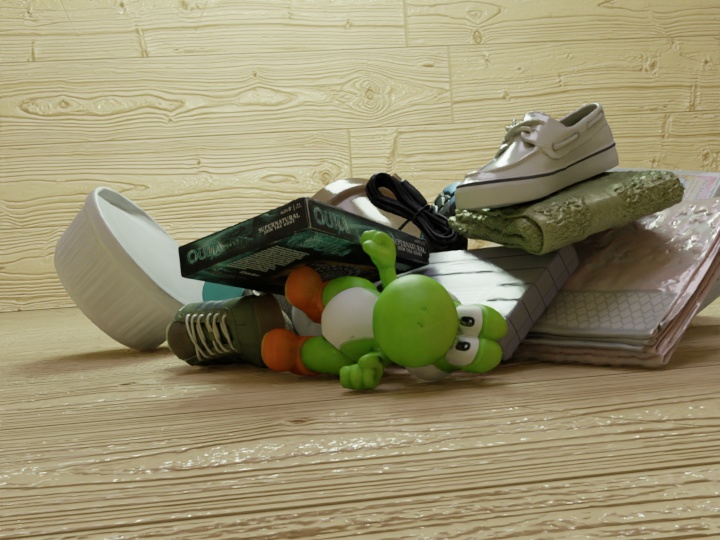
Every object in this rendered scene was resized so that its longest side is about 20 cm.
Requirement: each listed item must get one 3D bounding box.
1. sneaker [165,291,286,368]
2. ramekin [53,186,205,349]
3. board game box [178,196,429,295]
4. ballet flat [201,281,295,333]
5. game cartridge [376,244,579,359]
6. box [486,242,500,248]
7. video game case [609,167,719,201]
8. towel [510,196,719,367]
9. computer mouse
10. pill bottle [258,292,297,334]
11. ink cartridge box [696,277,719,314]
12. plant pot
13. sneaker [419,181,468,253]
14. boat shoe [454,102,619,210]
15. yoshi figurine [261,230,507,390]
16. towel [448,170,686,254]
[{"bbox_3d":[-0.130,0.061,0.798,0.088,0.069,0.200,-12,3,-19],"label":"sneaker"},{"bbox_3d":[-0.280,0.004,1.061,0.094,0.203,0.202,-41,-4,7],"label":"ramekin"},{"bbox_3d":[-0.041,-0.012,0.758,0.133,0.029,0.199,-19,-17,28],"label":"board game box"},{"bbox_3d":[-0.125,0.053,0.993,0.075,0.068,0.199,40,-8,-27],"label":"ballet flat"},{"bbox_3d":[0.077,0.029,0.754,0.198,0.039,0.130,-5,37,50],"label":"game cartridge"},{"bbox_3d":[0.252,-0.053,0.958,0.196,0.022,0.163,-11,10,29],"label":"box"},{"bbox_3d":[0.229,-0.023,0.836,0.180,0.024,0.201,10,54,45],"label":"video game case"},{"bbox_3d":[0.199,0.004,0.732,0.198,0.033,0.191,-3,34,49],"label":"towel"},{"bbox_3d":[0.000,0.000,0.895,0.201,0.110,0.044,-49,-11,12],"label":"computer mouse"},{"bbox_3d":[-0.035,0.022,1.025,0.112,0.117,0.198,-5,1,-41],"label":"pill bottle"},{"bbox_3d":[0.294,0.008,0.891,0.115,0.068,0.199,-30,13,-26],"label":"ink cartridge box"},{"bbox_3d":[0.022,-0.008,1.161,0.196,0.205,0.174,-4,18,-30],"label":"plant pot"},{"bbox_3d":[0.100,-0.015,1.008,0.080,0.202,0.074,21,43,-1],"label":"sneaker"},{"bbox_3d":[0.148,-0.099,0.732,0.197,0.067,0.071,-20,11,-34],"label":"boat shoe"},{"bbox_3d":[0.009,0.035,0.643,0.197,0.115,0.111,0,19,41],"label":"yoshi figurine"},{"bbox_3d":[0.170,-0.053,0.752,0.145,0.037,0.200,-17,8,-12],"label":"towel"}]
